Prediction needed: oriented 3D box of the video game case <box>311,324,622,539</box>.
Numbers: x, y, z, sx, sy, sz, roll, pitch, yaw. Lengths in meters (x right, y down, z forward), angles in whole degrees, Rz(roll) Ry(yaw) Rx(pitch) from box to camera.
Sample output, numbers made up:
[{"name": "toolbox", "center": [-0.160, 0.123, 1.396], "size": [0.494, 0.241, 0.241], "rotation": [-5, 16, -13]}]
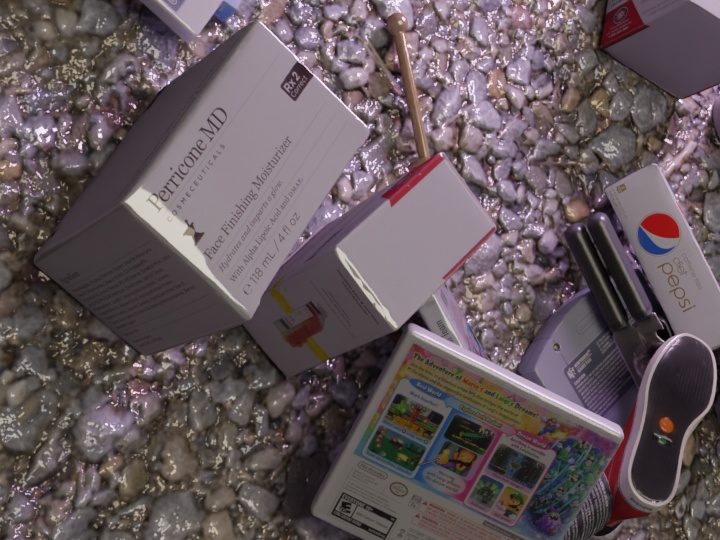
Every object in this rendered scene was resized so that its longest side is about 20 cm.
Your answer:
[{"name": "video game case", "center": [0.086, 0.164, 1.046], "size": [0.198, 0.024, 0.184], "rotation": [26, 107, -7]}]

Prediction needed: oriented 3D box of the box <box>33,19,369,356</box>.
[{"name": "box", "center": [-0.129, -0.059, 1.017], "size": [0.131, 0.199, 0.200], "rotation": [42, 60, -18]}]

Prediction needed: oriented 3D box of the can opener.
[{"name": "can opener", "center": [0.277, 0.034, 1.322], "size": [0.202, 0.053, 0.067], "rotation": [63, 23, -4]}]

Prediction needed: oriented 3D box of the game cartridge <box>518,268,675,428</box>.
[{"name": "game cartridge", "center": [0.251, 0.090, 1.332], "size": [0.199, 0.041, 0.134], "rotation": [-37, 103, -34]}]

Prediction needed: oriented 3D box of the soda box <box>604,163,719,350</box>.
[{"name": "soda box", "center": [0.333, -0.009, 1.355], "size": [0.202, 0.063, 0.068], "rotation": [65, 15, 10]}]

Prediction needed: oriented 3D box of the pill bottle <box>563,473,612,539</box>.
[{"name": "pill bottle", "center": [0.132, 0.238, 1.176], "size": [0.198, 0.106, 0.107], "rotation": [-25, 92, -34]}]

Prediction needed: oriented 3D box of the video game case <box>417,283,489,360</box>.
[{"name": "video game case", "center": [0.099, 0.082, 1.156], "size": [0.023, 0.200, 0.184], "rotation": [-29, 98, 6]}]

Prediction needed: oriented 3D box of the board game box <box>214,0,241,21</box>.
[{"name": "board game box", "center": [-0.172, -0.345, 1.155], "size": [0.199, 0.036, 0.153], "rotation": [32, 63, -24]}]

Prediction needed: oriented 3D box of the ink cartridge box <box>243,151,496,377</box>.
[{"name": "ink cartridge box", "center": [0.000, 0.000, 1.084], "size": [0.084, 0.199, 0.145], "rotation": [51, 58, -7]}]

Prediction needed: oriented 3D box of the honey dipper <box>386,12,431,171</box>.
[{"name": "honey dipper", "center": [0.055, -0.159, 1.261], "size": [0.038, 0.038, 0.203], "rotation": [-4, 80, -34]}]

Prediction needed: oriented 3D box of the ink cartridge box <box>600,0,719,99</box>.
[{"name": "ink cartridge box", "center": [0.383, -0.331, 1.450], "size": [0.143, 0.145, 0.203], "rotation": [24, 66, -26]}]

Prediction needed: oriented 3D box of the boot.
[{"name": "boot", "center": [0.279, 0.165, 1.273], "size": [0.072, 0.145, 0.201], "rotation": [30, 61, -1]}]

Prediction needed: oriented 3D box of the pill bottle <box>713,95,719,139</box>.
[{"name": "pill bottle", "center": [0.508, -0.198, 1.468], "size": [0.107, 0.199, 0.111], "rotation": [8, 74, -31]}]

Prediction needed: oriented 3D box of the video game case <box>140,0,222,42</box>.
[{"name": "video game case", "center": [-0.176, -0.331, 1.113], "size": [0.200, 0.023, 0.183], "rotation": [41, 61, -19]}]
